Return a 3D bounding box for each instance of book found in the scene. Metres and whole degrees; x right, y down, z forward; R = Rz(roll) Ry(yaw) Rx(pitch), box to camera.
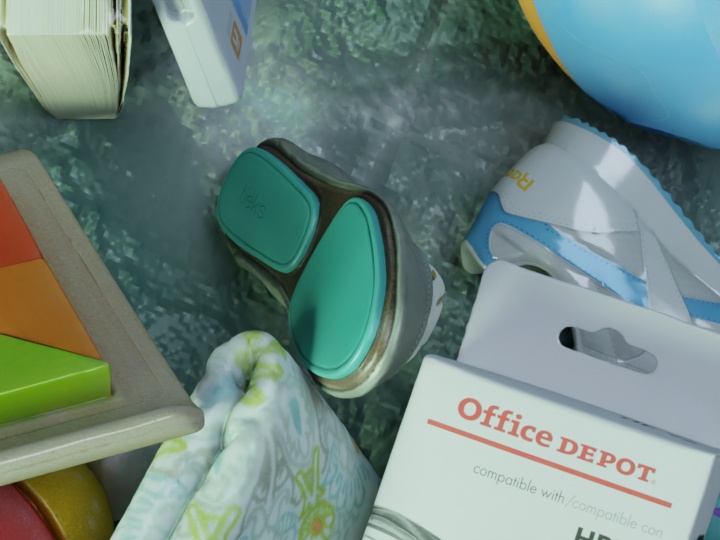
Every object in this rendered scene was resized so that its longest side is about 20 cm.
[{"bbox_3d":[-0.110,-0.171,1.044,0.048,0.134,0.201,0,80,-3],"label":"book"}]

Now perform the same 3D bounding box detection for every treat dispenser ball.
[{"bbox_3d":[0.156,-0.150,1.102,0.200,0.201,0.202,4,79,-20],"label":"treat dispenser ball"}]

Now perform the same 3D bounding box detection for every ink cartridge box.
[{"bbox_3d":[0.062,0.104,0.995,0.116,0.068,0.201,18,90,12],"label":"ink cartridge box"}]

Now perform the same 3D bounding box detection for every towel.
[{"bbox_3d":[-0.051,0.145,0.995,0.048,0.171,0.201,18,69,25],"label":"towel"}]

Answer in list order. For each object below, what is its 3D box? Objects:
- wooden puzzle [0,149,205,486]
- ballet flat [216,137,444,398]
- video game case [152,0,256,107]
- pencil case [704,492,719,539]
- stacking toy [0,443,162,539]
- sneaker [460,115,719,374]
[{"bbox_3d":[-0.175,0.019,0.962,0.184,0.200,0.037,-15,127,-21],"label":"wooden puzzle"},{"bbox_3d":[0.000,0.000,1.027,0.064,0.200,0.068,24,101,-24],"label":"ballet flat"},{"bbox_3d":[-0.066,-0.195,1.018,0.022,0.182,0.201,-5,50,13],"label":"video game case"},{"bbox_3d":[0.122,0.089,1.067,0.199,0.085,0.093,14,91,9],"label":"pencil case"},{"bbox_3d":[-0.138,0.108,1.001,0.200,0.146,0.146,-33,93,-39],"label":"stacking toy"},{"bbox_3d":[0.128,0.031,1.134,0.200,0.077,0.081,45,83,-5],"label":"sneaker"}]
